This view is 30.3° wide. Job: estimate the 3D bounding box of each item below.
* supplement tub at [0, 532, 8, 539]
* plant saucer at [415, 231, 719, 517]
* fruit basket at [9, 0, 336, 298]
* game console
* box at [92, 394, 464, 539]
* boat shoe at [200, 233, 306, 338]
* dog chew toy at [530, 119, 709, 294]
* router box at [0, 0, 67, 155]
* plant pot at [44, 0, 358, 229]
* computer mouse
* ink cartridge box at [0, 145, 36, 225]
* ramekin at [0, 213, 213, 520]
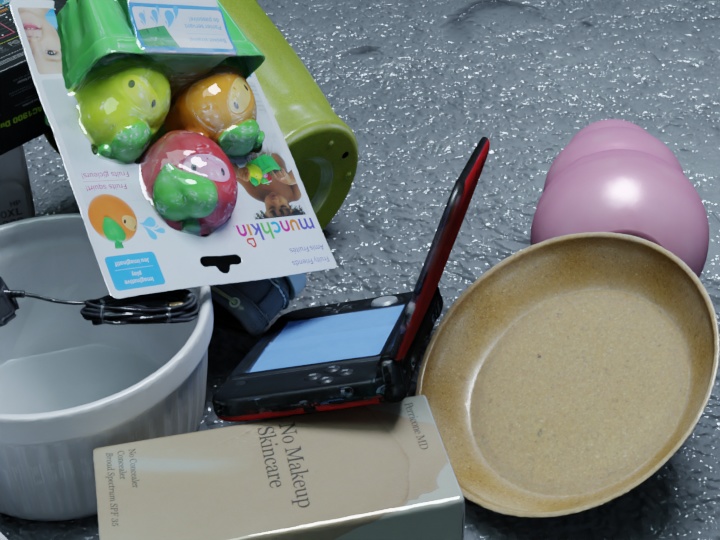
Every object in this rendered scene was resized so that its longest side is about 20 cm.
[{"bbox_3d":[-0.226,0.182,0.666,0.131,0.133,0.199,-31,46,-33],"label":"supplement tub"},{"bbox_3d":[0.130,0.068,0.831,0.198,0.035,0.202,-18,48,21],"label":"plant saucer"},{"bbox_3d":[-0.111,-0.085,0.839,0.184,0.094,0.202,-7,63,-45],"label":"fruit basket"},{"bbox_3d":[0.000,0.000,0.832,0.170,0.120,0.200,-8,12,12],"label":"game console"},{"bbox_3d":[-0.047,0.142,0.756,0.197,0.078,0.095,-9,38,-10],"label":"box"},{"bbox_3d":[-0.131,0.001,0.940,0.200,0.072,0.061,12,55,37],"label":"boat shoe"},{"bbox_3d":[0.186,-0.047,0.968,0.123,0.126,0.201,3,30,6],"label":"dog chew toy"},{"bbox_3d":[-0.284,-0.132,0.889,0.149,0.063,0.199,32,48,31],"label":"router box"},{"bbox_3d":[-0.108,-0.109,1.009,0.199,0.202,0.193,-30,57,-32],"label":"plant pot"},{"bbox_3d":[-0.194,0.026,0.783,0.197,0.034,0.059,3,17,-3],"label":"computer mouse"},{"bbox_3d":[-0.329,-0.070,0.980,0.146,0.146,0.200,-15,39,-18],"label":"ink cartridge box"},{"bbox_3d":[-0.189,0.063,0.840,0.197,0.106,0.201,0,37,0],"label":"ramekin"}]
